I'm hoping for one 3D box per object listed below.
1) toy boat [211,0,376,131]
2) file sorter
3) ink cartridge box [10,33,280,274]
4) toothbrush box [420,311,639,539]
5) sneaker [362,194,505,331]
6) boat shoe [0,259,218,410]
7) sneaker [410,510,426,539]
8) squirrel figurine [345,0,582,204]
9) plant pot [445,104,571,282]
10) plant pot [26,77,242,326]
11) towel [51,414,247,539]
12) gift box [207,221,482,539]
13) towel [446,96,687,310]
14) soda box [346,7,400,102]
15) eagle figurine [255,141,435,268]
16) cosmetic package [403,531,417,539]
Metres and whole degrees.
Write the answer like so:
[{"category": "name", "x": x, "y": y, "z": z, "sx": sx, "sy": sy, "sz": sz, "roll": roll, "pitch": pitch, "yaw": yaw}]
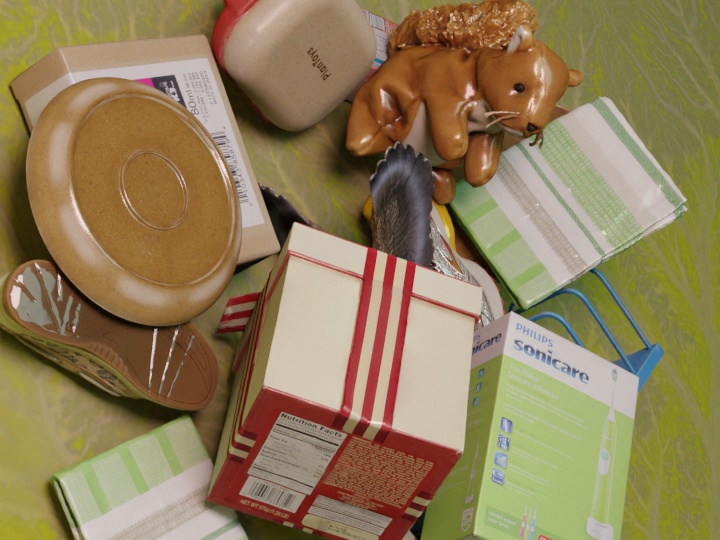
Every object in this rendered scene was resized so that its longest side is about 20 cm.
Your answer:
[{"category": "toy boat", "x": -0.074, "y": -0.218, "z": 1.338, "sx": 0.131, "sy": 0.130, "sz": 0.200, "roll": 47, "pitch": -1, "yaw": 27}, {"category": "file sorter", "x": 0.177, "y": 0.105, "z": 1.452, "sx": 0.123, "sy": 0.138, "sz": 0.200, "roll": 55, "pitch": 42, "yaw": -7}, {"category": "ink cartridge box", "x": -0.172, "y": -0.084, "z": 1.224, "sx": 0.164, "sy": 0.075, "sz": 0.202, "roll": -17, "pitch": 85, "yaw": -50}, {"category": "toothbrush box", "x": 0.144, "y": 0.160, "z": 1.253, "sx": 0.144, "sy": 0.086, "sz": 0.202, "roll": 26, "pitch": 60, "yaw": -22}, {"category": "sneaker", "x": 0.063, "y": 0.005, "z": 1.406, "sx": 0.082, "sy": 0.078, "sz": 0.201, "roll": 0, "pitch": 52, "yaw": -52}, {"category": "boat shoe", "x": -0.195, "y": 0.050, "z": 1.145, "sx": 0.199, "sy": 0.062, "sz": 0.074, "roll": 34, "pitch": 61, "yaw": -33}, {"category": "sneaker", "x": 0.079, "y": 0.261, "z": 1.322, "sx": 0.200, "sy": 0.078, "sz": 0.090, "roll": 48, "pitch": 50, "yaw": -16}, {"category": "squirrel figurine", "x": 0.106, "y": -0.181, "z": 1.370, "sx": 0.141, "sy": 0.185, "sz": 0.202, "roll": 32, "pitch": 53, "yaw": -35}, {"category": "plant pot", "x": 0.159, "y": -0.076, "z": 1.481, "sx": 0.197, "sy": 0.028, "sz": 0.203, "roll": 0, "pitch": 69, "yaw": 0}, {"category": "plant pot", "x": -0.163, "y": -0.058, "z": 1.146, "sx": 0.199, "sy": 0.027, "sz": 0.203, "roll": 21, "pitch": 59, "yaw": -39}, {"category": "towel", "x": -0.144, "y": 0.225, "z": 1.137, "sx": 0.149, "sy": 0.031, "sz": 0.202, "roll": -20, "pitch": 85, "yaw": -51}, {"category": "gift box", "x": -0.023, "y": 0.091, "z": 1.175, "sx": 0.183, "sy": 0.200, "sz": 0.188, "roll": 22, "pitch": 47, "yaw": -13}, {"category": "towel", "x": 0.196, "y": -0.066, "z": 1.451, "sx": 0.199, "sy": 0.031, "sz": 0.150, "roll": -31, "pitch": 70, "yaw": -11}, {"category": "soda box", "x": 0.049, "y": -0.194, "z": 1.508, "sx": 0.199, "sy": 0.068, "sz": 0.064, "roll": 16, "pitch": 61, "yaw": -40}, {"category": "eagle figurine", "x": 0.003, "y": -0.001, "z": 1.308, "sx": 0.151, "sy": 0.150, "sz": 0.202, "roll": -20, "pitch": 94, "yaw": -38}, {"category": "cosmetic package", "x": 0.044, "y": 0.312, "z": 1.235, "sx": 0.201, "sy": 0.103, "sz": 0.088, "roll": 51, "pitch": 32, "yaw": -18}]
